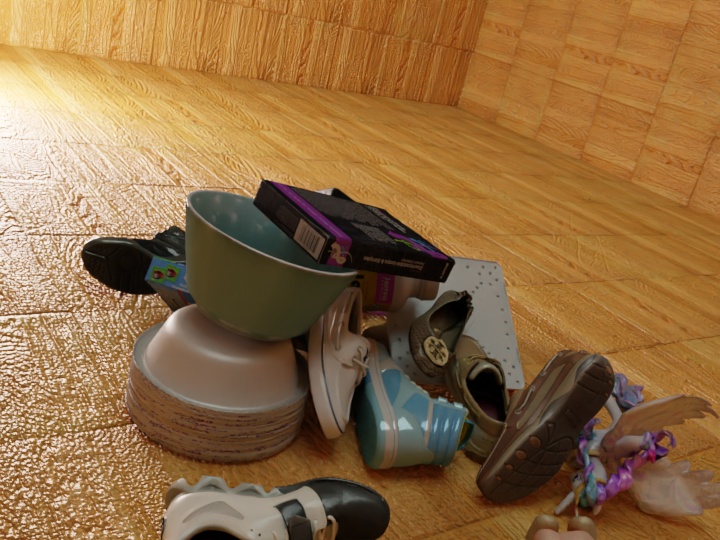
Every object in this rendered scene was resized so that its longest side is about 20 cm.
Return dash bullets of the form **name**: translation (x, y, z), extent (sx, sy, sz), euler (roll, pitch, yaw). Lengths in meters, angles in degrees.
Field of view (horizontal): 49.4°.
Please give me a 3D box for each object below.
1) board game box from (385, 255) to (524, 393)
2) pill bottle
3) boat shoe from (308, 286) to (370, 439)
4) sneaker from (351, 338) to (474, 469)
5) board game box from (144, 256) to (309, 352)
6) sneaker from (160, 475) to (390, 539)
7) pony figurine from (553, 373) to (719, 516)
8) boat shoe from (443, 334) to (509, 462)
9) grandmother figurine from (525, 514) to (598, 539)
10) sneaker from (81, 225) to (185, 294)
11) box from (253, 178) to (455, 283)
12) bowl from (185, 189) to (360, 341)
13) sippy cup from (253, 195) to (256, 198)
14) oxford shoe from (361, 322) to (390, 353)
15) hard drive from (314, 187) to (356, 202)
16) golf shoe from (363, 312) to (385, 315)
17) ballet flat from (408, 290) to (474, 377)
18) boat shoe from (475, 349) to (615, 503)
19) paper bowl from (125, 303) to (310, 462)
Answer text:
- **board game box**: translation (0.122, 0.070, 1.093), extent (0.197, 0.026, 0.203), euler (7, 58, -21)
- **pill bottle**: translation (0.000, 0.000, 1.013), extent (0.196, 0.106, 0.105), euler (1, 22, -8)
- **boat shoe**: translation (-0.021, 0.093, 0.885), extent (0.064, 0.074, 0.202), euler (-12, 49, 9)
- **sneaker**: translation (0.060, 0.157, 0.913), extent (0.128, 0.081, 0.201), euler (8, 31, -12)
- **board game box**: translation (-0.157, 0.047, 0.990), extent (0.197, 0.037, 0.152), euler (17, -17, 4)
- **sneaker**: translation (-0.069, 0.227, 0.659), extent (0.196, 0.075, 0.089), euler (1, 22, -8)
- **pony figurine**: translation (0.301, 0.200, 0.901), extent (0.190, 0.169, 0.201), euler (-17, 22, 9)
- **boat shoe**: translation (0.151, 0.142, 0.971), extent (0.073, 0.067, 0.201), euler (9, 34, -14)
- **grandmother figurine**: translation (0.186, 0.296, 0.679), extent (0.119, 0.061, 0.200), euler (-10, 18, 16)
- **sneaker**: translation (-0.302, -0.018, 1.120), extent (0.197, 0.077, 0.114), euler (6, 20, -30)
- **box**: translation (-0.005, -0.042, 0.880), extent (0.198, 0.037, 0.143), euler (8, 23, -42)
- **bowl**: translation (-0.108, 0.002, 0.843), extent (0.198, 0.106, 0.201), euler (22, 16, -7)
- **sippy cup**: translation (-0.117, -0.022, 1.140), extent (0.138, 0.132, 0.178), euler (12, -22, 16)
- **oxford shoe**: translation (0.074, 0.076, 1.128), extent (0.070, 0.075, 0.198), euler (30, 26, 37)
- **hard drive**: translation (-0.061, -0.071, 1.210), extent (0.198, 0.033, 0.139), euler (-3, -28, 47)
- **golf shoe**: translation (-0.014, 0.021, 1.217), extent (0.197, 0.076, 0.092), euler (12, 24, -3)
- **ballet flat**: translation (0.109, 0.071, 0.994), extent (0.068, 0.046, 0.200), euler (57, 28, -5)
- **boat shoe**: translation (0.196, 0.168, 0.864), extent (0.076, 0.200, 0.072), euler (52, -13, -30)
- **paper bowl**: translation (-0.150, 0.108, 0.857), extent (0.197, 0.106, 0.201), euler (13, 19, -5)
